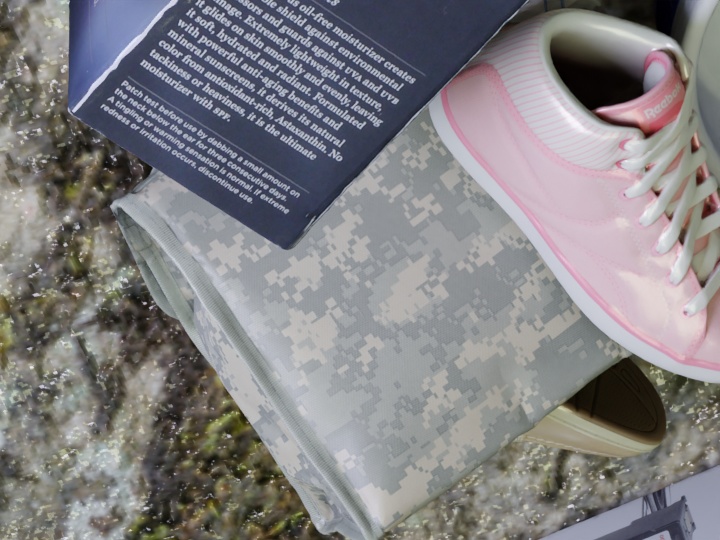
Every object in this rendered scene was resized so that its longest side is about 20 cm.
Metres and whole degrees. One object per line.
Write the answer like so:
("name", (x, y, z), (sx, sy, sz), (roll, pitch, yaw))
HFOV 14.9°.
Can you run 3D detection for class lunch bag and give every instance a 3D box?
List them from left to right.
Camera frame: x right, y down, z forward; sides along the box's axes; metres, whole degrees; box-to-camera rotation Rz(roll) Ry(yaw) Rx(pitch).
("lunch bag", (0.000, 0.000, 1.266), (0.164, 0.118, 0.201), (-35, 98, -12))

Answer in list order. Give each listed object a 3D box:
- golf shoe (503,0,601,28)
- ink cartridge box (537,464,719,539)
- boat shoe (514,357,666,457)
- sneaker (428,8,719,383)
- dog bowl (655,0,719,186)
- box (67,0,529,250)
("golf shoe", (0.097, -0.168, 1.173), (0.097, 0.079, 0.199), (33, 143, -32))
("ink cartridge box", (0.181, 0.196, 1.493), (0.199, 0.084, 0.146), (-24, 127, 12))
("boat shoe", (0.057, 0.052, 1.378), (0.199, 0.072, 0.065), (21, 129, -14))
("sneaker", (0.126, -0.035, 1.198), (0.200, 0.075, 0.105), (44, 148, -8))
("dog bowl", (0.236, -0.115, 1.246), (0.199, 0.079, 0.201), (-3, 128, -3))
("box", (-0.018, -0.157, 1.120), (0.123, 0.201, 0.198), (32, 118, -27))
